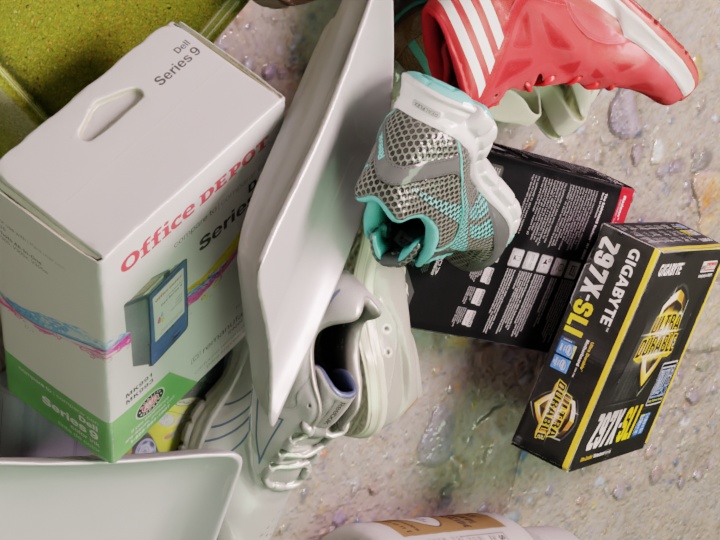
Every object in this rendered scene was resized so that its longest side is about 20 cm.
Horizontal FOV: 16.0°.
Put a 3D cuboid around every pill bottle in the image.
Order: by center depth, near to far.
[{"bbox_3d":[0.064,0.221,1.720,0.200,0.114,0.115,1,111,-45],"label":"pill bottle"}]

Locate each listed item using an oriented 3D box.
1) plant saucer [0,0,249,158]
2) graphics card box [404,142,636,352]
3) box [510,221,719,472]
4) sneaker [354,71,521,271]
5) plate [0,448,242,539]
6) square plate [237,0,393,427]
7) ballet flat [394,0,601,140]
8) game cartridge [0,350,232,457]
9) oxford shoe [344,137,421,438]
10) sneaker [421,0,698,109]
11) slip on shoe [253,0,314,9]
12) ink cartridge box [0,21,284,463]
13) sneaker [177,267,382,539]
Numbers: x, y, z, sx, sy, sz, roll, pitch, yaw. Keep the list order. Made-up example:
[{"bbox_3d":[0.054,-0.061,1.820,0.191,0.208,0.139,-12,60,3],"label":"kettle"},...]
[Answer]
[{"bbox_3d":[-0.147,-0.144,1.365,0.200,0.048,0.200,-51,138,-11],"label":"plant saucer"},{"bbox_3d":[0.083,-0.018,1.656,0.200,0.051,0.126,10,105,-48],"label":"graphics card box"},{"bbox_3d":[0.178,0.048,1.734,0.160,0.049,0.200,-66,162,9],"label":"box"},{"bbox_3d":[0.036,-0.037,1.482,0.091,0.077,0.200,-57,157,-14],"label":"sneaker"},{"bbox_3d":[-0.185,0.176,1.465,0.199,0.032,0.200,-1,126,-29],"label":"plate"},{"bbox_3d":[-0.026,-0.041,1.385,0.198,0.028,0.200,90,19,-63],"label":"square plate"},{"bbox_3d":[0.102,-0.120,1.596,0.200,0.072,0.068,9,138,-47],"label":"ballet flat"},{"bbox_3d":[-0.131,0.091,1.519,0.200,0.041,0.134,-14,117,-39],"label":"game cartridge"},{"bbox_3d":[0.000,0.000,1.548,0.058,0.075,0.201,-13,99,-41],"label":"oxford shoe"},{"bbox_3d":[0.105,-0.127,1.494,0.116,0.078,0.200,-50,128,6],"label":"sneaker"},{"bbox_3d":[-0.059,-0.231,1.363,0.076,0.060,0.200,-48,125,-43],"label":"slip on shoe"},{"bbox_3d":[-0.118,-0.013,1.371,0.145,0.087,0.200,-44,157,-29],"label":"ink cartridge box"},{"bbox_3d":[-0.047,0.083,1.507,0.074,0.087,0.201,-3,114,-46],"label":"sneaker"}]
